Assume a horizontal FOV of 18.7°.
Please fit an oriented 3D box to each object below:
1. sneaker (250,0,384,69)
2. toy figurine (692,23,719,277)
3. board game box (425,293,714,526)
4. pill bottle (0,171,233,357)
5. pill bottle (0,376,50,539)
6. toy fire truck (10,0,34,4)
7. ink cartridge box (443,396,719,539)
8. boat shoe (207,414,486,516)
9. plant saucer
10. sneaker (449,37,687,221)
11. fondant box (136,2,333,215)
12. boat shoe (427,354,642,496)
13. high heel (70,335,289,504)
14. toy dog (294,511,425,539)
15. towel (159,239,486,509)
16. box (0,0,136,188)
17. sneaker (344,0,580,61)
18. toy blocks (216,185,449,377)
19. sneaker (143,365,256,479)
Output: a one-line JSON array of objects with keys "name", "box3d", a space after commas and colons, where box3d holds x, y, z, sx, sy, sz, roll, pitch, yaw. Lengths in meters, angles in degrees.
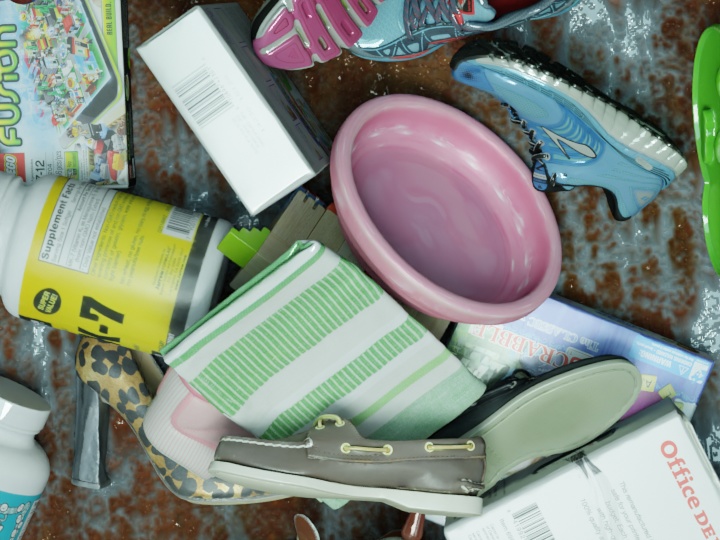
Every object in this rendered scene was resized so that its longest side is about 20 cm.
[{"name": "sneaker", "box3d": [-0.024, -0.230, 1.635, 0.087, 0.074, 0.200, 23, 66, 40]}, {"name": "toy figurine", "box3d": [0.356, -0.095, 1.639, 0.183, 0.150, 0.201, -6, 118, -6]}, {"name": "board game box", "box3d": [0.146, 0.123, 1.702, 0.199, 0.041, 0.200, 21, 97, 1]}, {"name": "pill bottle", "box3d": [-0.204, -0.008, 1.653, 0.199, 0.114, 0.115, 15, 96, 0]}, {"name": "pill bottle", "box3d": [-0.312, 0.182, 1.695, 0.111, 0.111, 0.201, 25, 97, 0]}, {"name": "toy fire truck", "box3d": [-0.227, -0.290, 1.628, 0.199, 0.112, 0.169, -12, 87, 0]}, {"name": "ink cartridge box", "box3d": [0.182, 0.205, 1.646, 0.200, 0.084, 0.145, -27, 94, 6]}, {"name": "boat shoe", "box3d": [-0.008, 0.135, 1.562, 0.199, 0.072, 0.060, 8, 80, -5]}, {"name": "plant saucer", "box3d": [0.057, -0.039, 1.632, 0.200, 0.201, 0.051, 41, 131, -2]}, {"name": "sneaker", "box3d": [0.148, -0.101, 1.649, 0.200, 0.078, 0.090, 31, 103, -14]}, {"name": "fondant box", "box3d": [-0.085, -0.123, 1.607, 0.058, 0.200, 0.144, -34, 94, 9]}, {"name": "boat shoe", "box3d": [0.117, 0.110, 1.650, 0.199, 0.066, 0.075, -35, 126, 14]}, {"name": "high heel", "box3d": [-0.127, 0.105, 1.700, 0.199, 0.071, 0.143, 5, 95, 6]}, {"name": "toy dog", "box3d": [-0.001, 0.214, 1.648, 0.199, 0.132, 0.097, 7, 86, 36]}, {"name": "towel", "box3d": [-0.026, 0.075, 1.566, 0.152, 0.023, 0.200, -38, 123, 13]}, {"name": "box", "box3d": [-0.234, -0.163, 1.694, 0.110, 0.035, 0.201, -2, 96, 3]}, {"name": "sneaker", "box3d": [0.074, -0.211, 1.643, 0.199, 0.096, 0.080, -17, 94, 4]}, {"name": "toy blocks", "box3d": [0.000, 0.000, 1.653, 0.200, 0.137, 0.100, 36, 139, -5]}, {"name": "sneaker", "box3d": [-0.082, 0.104, 1.665, 0.105, 0.200, 0.075, -53, 55, 27]}]
